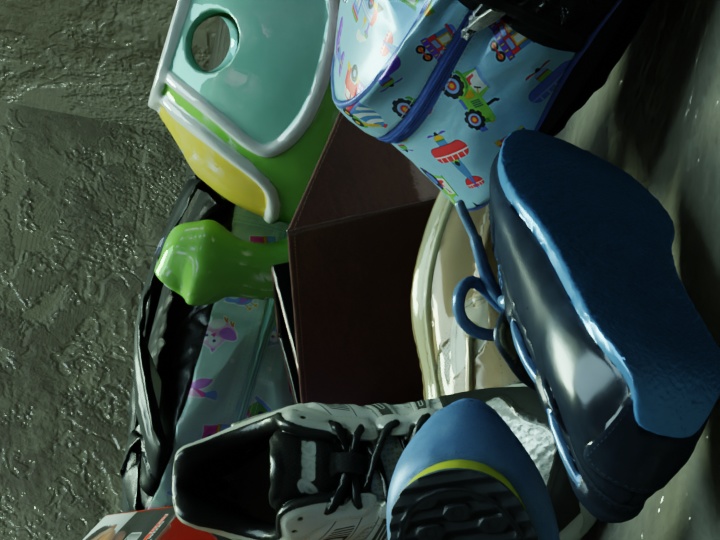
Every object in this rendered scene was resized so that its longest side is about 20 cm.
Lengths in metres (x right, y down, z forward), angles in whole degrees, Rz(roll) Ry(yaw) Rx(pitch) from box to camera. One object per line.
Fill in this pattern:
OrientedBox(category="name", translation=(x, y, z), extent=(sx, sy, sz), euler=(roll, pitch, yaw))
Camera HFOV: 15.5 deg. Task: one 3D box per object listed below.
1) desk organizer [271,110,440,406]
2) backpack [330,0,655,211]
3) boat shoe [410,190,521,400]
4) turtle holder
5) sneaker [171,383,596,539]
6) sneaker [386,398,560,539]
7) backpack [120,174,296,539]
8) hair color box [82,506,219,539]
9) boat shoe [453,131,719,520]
OrientedBox(category="desk organizer", translation=(0.000, 0.000, 1.242), extent=(0.200, 0.077, 0.072), euler=(88, 168, -58))
OrientedBox(category="backpack", translation=(0.046, -0.137, 1.073), extent=(0.183, 0.134, 0.200), euler=(-93, 28, -56))
OrientedBox(category="boat shoe", translation=(0.065, 0.045, 1.127), extent=(0.064, 0.071, 0.201), euler=(-1, 81, 43))
OrientedBox(category="turtle holder", translation=(-0.039, -0.083, 1.327), extent=(0.141, 0.131, 0.186), euler=(-87, 16, -62))
OrientedBox(category="sneaker", translation=(0.008, 0.087, 1.065), extent=(0.199, 0.087, 0.076), euler=(-14, 73, 39))
OrientedBox(category="sneaker", translation=(0.052, 0.143, 0.963), extent=(0.078, 0.066, 0.201), euler=(-71, -26, -68))
OrientedBox(category="backpack", translation=(-0.059, 0.052, 1.398), extent=(0.167, 0.126, 0.201), euler=(107, 174, -55))
OrientedBox(category="hair color box", translation=(-0.117, 0.171, 1.278), extent=(0.102, 0.061, 0.200), euler=(-48, 7, -16))
OrientedBox(category="boat shoe", translation=(0.071, 0.014, 0.943), extent=(0.200, 0.084, 0.069), euler=(-92, 22, -64))
